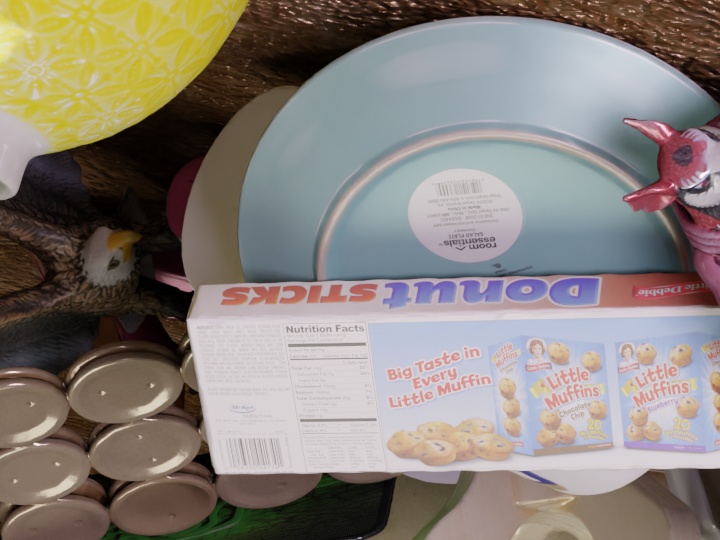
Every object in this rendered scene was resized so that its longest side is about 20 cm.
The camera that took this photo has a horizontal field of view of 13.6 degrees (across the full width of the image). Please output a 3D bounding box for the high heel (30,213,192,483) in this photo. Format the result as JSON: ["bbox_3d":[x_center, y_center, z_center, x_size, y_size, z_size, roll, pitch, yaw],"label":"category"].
[{"bbox_3d":[-0.130,0.039,1.474,0.095,0.201,0.068,7,131,-1],"label":"high heel"}]

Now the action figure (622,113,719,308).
[{"bbox_3d":[0.169,-0.024,1.016,0.199,0.134,0.149,18,-165,-23],"label":"action figure"}]

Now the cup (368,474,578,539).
[{"bbox_3d":[0.064,0.128,1.649,0.143,0.201,0.200,-26,147,31],"label":"cup"}]

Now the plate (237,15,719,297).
[{"bbox_3d":[0.052,0.000,1.080,0.199,0.026,0.201,5,127,6],"label":"plate"}]

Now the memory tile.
[{"bbox_3d":[-0.071,0.067,1.315,0.199,0.017,0.154,-13,146,0],"label":"memory tile"}]

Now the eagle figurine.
[{"bbox_3d":[-0.141,-0.001,1.347,0.199,0.152,0.151,1,137,-20],"label":"eagle figurine"}]

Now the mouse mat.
[{"bbox_3d":[-0.079,0.113,1.406,0.199,0.008,0.161,-13,-165,8],"label":"mouse mat"}]

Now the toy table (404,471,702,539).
[{"bbox_3d":[0.093,0.107,1.463,0.183,0.118,0.200,4,156,-24],"label":"toy table"}]

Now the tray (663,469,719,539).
[{"bbox_3d":[0.197,0.138,1.598,0.022,0.108,0.200,-24,142,13],"label":"tray"}]

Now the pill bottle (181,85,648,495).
[{"bbox_3d":[0.034,0.005,1.196,0.199,0.120,0.119,25,165,-34],"label":"pill bottle"}]

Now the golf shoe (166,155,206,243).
[{"bbox_3d":[0.000,0.000,1.344,0.199,0.076,0.091,19,171,-19],"label":"golf shoe"}]

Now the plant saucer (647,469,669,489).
[{"bbox_3d":[0.229,0.129,1.773,0.199,0.035,0.200,13,168,3],"label":"plant saucer"}]

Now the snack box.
[{"bbox_3d":[0.041,0.038,1.078,0.199,0.024,0.072,-1,124,10],"label":"snack box"}]

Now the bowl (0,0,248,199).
[{"bbox_3d":[-0.139,-0.086,1.006,0.199,0.108,0.200,14,169,3],"label":"bowl"}]
